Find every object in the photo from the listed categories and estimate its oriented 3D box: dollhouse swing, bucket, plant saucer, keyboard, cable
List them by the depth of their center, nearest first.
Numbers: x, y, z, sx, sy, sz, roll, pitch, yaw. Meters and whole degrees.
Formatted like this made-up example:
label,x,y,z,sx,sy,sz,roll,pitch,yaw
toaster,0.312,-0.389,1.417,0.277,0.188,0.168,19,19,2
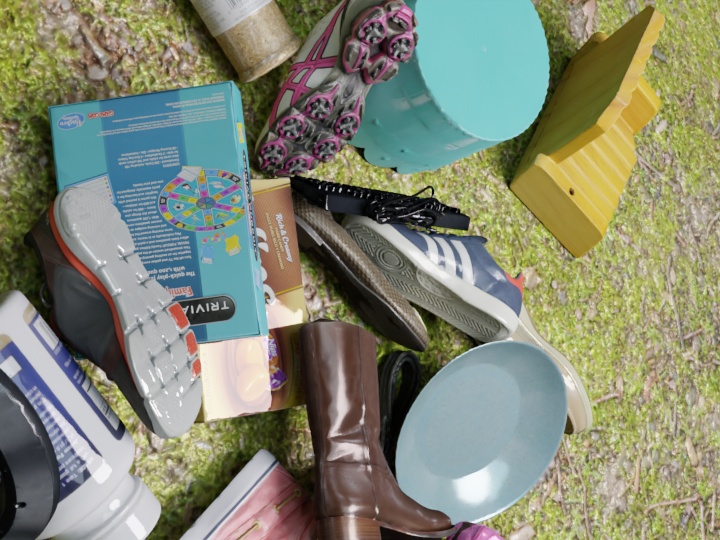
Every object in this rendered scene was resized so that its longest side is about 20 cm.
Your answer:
label,x,y,z,sx,sy,sz,roll,pitch,yaw
keyboard,0.031,-0.071,1.032,0.199,0.104,0.040,4,110,-44
cable,0.023,0.170,1.038,0.097,0.050,0.201,51,58,-25
bucket,0.077,-0.201,1.079,0.206,0.134,0.210,6,80,-37
plant saucer,0.112,0.154,1.084,0.199,0.039,0.203,-11,115,-25
dollhouse swing,0.286,-0.152,1.203,0.182,0.175,0.201,42,60,-24

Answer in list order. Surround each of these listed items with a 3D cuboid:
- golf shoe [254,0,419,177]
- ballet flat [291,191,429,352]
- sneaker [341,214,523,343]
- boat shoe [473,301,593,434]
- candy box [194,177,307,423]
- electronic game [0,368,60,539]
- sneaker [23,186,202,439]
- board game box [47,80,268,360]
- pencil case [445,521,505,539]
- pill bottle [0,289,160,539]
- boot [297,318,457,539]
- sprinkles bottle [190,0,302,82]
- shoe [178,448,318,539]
label,x,y,z,sx,sy,sz,roll,pitch,yaw
golf shoe,-0.028,-0.172,1.000,0.072,0.092,0.200,28,113,-38
ballet flat,0.000,0.000,1.040,0.200,0.067,0.046,45,63,-16
sneaker,0.074,-0.013,1.077,0.199,0.075,0.085,34,57,-12
boat shoe,0.165,0.097,1.145,0.065,0.072,0.201,-40,102,-28
candy box,-0.109,0.023,0.959,0.116,0.056,0.203,-4,87,-36
electronic game,-0.288,0.110,0.731,0.201,0.199,0.042,55,33,-17
sneaker,-0.189,0.039,0.836,0.077,0.081,0.202,-18,81,-61
board game box,-0.160,-0.038,0.884,0.149,0.047,0.203,-7,87,3
pencil case,0.061,0.303,1.011,0.199,0.090,0.095,-28,126,-45
pill bottle,-0.237,0.125,0.814,0.111,0.111,0.201,-44,109,-32
boot,0.015,0.140,0.980,0.186,0.064,0.202,19,57,-54
sprinkles bottle,-0.131,-0.267,0.976,0.068,0.068,0.201,-43,109,-32
shoe,-0.107,0.244,0.902,0.091,0.072,0.200,40,54,5
